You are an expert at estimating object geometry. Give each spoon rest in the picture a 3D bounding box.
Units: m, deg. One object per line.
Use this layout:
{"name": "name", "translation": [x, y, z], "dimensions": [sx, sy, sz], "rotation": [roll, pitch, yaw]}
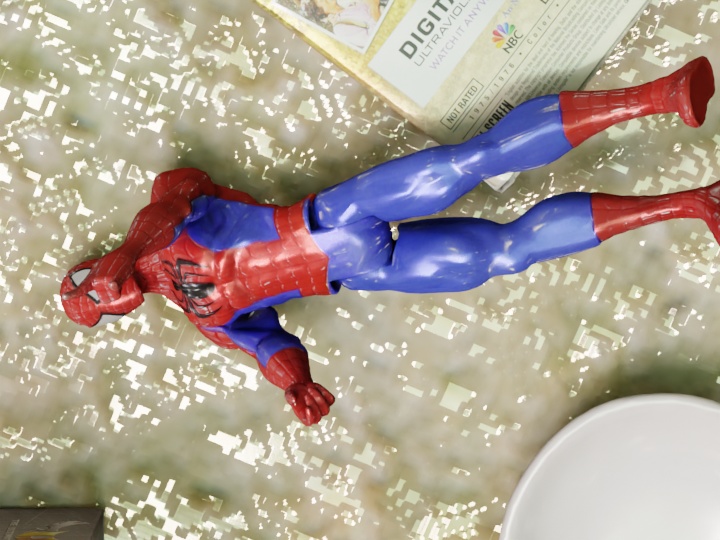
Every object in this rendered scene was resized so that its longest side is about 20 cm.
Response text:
{"name": "spoon rest", "translation": [0.075, 0.133, 0.856], "dimensions": [0.099, 0.061, 0.201], "rotation": [15, 102, -5]}

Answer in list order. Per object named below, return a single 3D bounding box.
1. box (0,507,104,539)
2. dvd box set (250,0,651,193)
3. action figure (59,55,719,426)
{"name": "box", "translation": [-0.101, 0.168, 0.787], "dimensions": [0.048, 0.200, 0.159], "rotation": [0, 101, 2]}
{"name": "dvd box set", "translation": [0.005, -0.139, 0.811], "dimensions": [0.200, 0.029, 0.147], "rotation": [36, 98, -9]}
{"name": "action figure", "translation": [0.000, 0.000, 0.792], "dimensions": [0.199, 0.099, 0.066], "rotation": [-11, 115, 20]}
